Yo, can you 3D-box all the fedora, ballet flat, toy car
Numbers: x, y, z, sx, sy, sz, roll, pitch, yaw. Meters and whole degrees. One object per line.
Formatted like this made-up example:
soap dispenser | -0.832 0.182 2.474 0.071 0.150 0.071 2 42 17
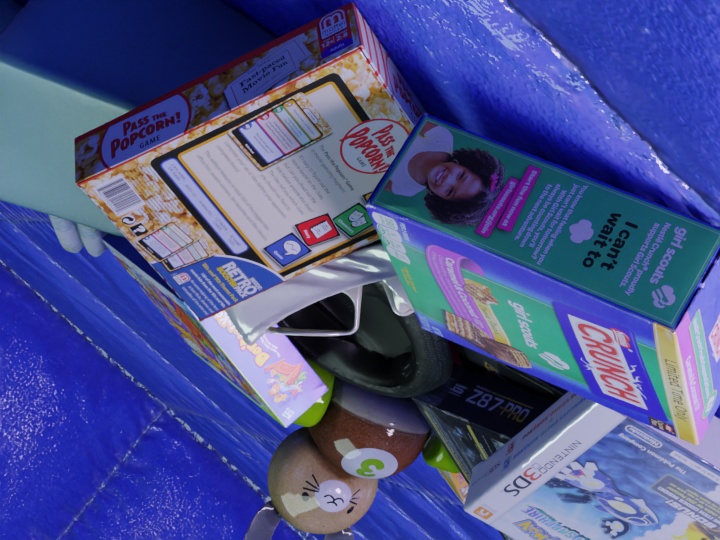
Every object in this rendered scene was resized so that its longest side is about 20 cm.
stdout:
fedora | 0.000 0.000 1.405 0.201 0.092 0.201 25 147 18
ballet flat | 0.003 0.007 1.274 0.069 0.200 0.069 -14 -90 -82
toy car | -0.023 0.170 1.551 0.164 0.200 0.158 19 -170 -19

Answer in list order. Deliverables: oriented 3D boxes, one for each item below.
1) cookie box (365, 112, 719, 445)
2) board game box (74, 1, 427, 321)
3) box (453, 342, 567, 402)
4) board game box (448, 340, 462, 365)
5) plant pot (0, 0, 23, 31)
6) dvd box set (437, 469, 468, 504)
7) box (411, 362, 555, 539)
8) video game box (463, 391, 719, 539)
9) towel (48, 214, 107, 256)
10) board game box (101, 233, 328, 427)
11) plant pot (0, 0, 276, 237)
cookie box | 0.121 0.008 1.121 0.200 0.075 0.171 22 161 24
board game box | -0.055 -0.063 1.186 0.152 0.200 0.046 53 -161 -43
box | 0.175 0.126 1.446 0.198 0.050 0.200 32 160 31
board game box | 0.097 0.098 1.618 0.200 0.039 0.158 41 167 -9
plant pot | -0.353 -0.164 1.679 0.161 0.201 0.201 51 168 4
dvd box set | 0.053 0.121 1.743 0.146 0.029 0.200 55 175 30
box | 0.144 0.166 1.442 0.161 0.049 0.200 18 150 45
video game box | 0.199 0.160 1.291 0.200 0.047 0.182 30 142 -10
towel | -0.212 -0.111 1.503 0.048 0.171 0.200 7 167 -1
board game box | -0.116 0.032 1.460 0.134 0.045 0.200 53 169 -27
plant pot | -0.132 -0.106 1.294 0.200 0.141 0.141 21 139 11
